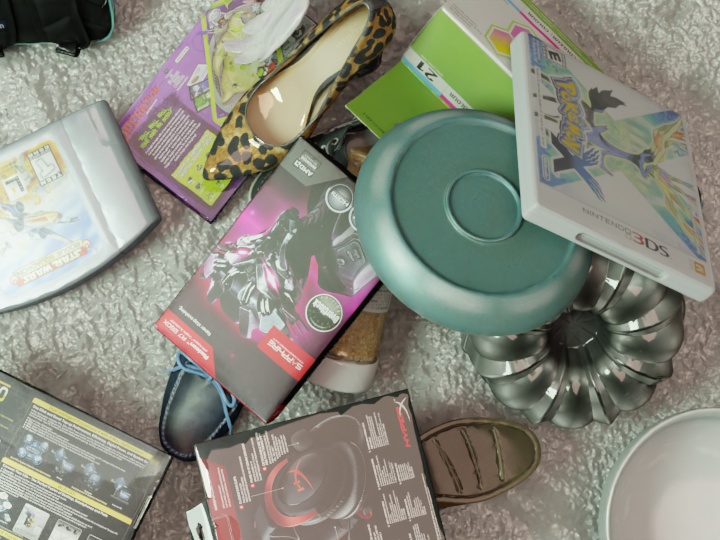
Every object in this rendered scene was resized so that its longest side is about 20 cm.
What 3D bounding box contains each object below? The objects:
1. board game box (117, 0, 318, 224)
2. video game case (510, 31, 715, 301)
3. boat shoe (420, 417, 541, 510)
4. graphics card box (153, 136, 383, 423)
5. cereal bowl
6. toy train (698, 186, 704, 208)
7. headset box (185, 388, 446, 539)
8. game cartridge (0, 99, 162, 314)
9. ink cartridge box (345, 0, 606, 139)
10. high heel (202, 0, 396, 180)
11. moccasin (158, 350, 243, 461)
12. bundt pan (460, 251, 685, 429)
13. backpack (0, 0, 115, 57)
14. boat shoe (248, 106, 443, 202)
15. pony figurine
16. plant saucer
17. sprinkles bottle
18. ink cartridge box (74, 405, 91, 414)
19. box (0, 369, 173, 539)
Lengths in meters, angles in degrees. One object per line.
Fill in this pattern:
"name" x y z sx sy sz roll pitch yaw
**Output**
"board game box" -0.118 -0.156 1.304 0.120 0.032 0.200 38 81 -4
"video game case" 0.203 -0.087 1.197 0.181 0.022 0.201 23 44 -23
"boat shoe" 0.055 0.174 1.265 0.198 0.068 0.073 -14 81 -4
"graphics card box" -0.058 0.008 1.189 0.125 0.051 0.200 40 96 7
"cereal bowl" 0.296 0.220 1.273 0.198 0.083 0.202 1 83 -5
"toy train" 0.205 -0.032 1.294 0.198 0.087 0.115 -3 90 -6
"headset box" -0.040 0.193 1.186 0.198 0.075 0.150 -15 82 -3
"game cartridge" -0.278 -0.043 1.259 0.199 0.042 0.134 -26 84 1
"ink cartridge box" 0.102 -0.151 1.248 0.148 0.076 0.200 44 43 1
"high heel" -0.057 -0.153 1.223 0.200 0.143 0.072 -39 83 -10
"moccasin" -0.119 0.067 1.259 0.080 0.068 0.201 24 84 -2
"bundt pan" 0.181 0.048 1.238 0.200 0.076 0.203 0 115 0
"backpack" -0.291 -0.285 1.216 0.174 0.200 0.155 -2 68 -4
"boat shoe" -0.004 -0.095 1.288 0.198 0.066 0.075 -17 86 -7
"pony figurine" -0.038 -0.285 1.248 0.199 0.193 0.168 -11 74 -42
"plant saucer" 0.094 -0.046 1.155 0.198 0.027 0.202 6 64 -12
"sprinkles bottle" 0.000 0.000 1.247 0.068 0.068 0.202 13 103 -4
"ink cartridge box" -0.264 0.231 1.220 0.145 0.085 0.201 -18 84 -7
"box" -0.270 0.175 1.160 0.199 0.049 0.162 25 82 -1
